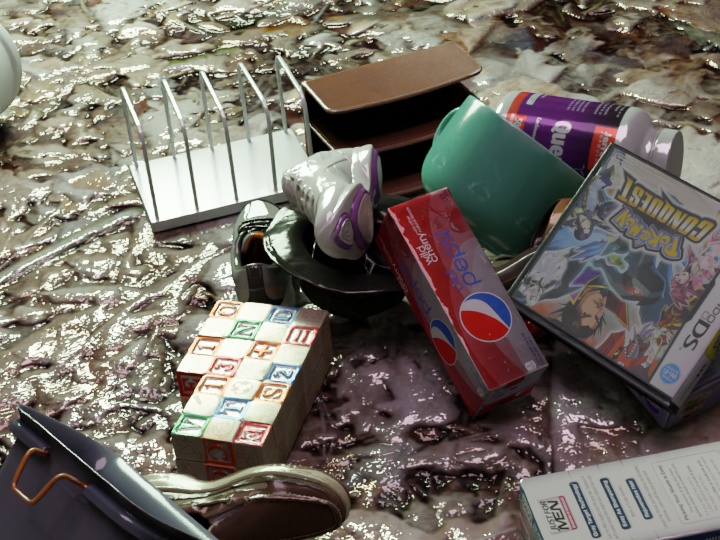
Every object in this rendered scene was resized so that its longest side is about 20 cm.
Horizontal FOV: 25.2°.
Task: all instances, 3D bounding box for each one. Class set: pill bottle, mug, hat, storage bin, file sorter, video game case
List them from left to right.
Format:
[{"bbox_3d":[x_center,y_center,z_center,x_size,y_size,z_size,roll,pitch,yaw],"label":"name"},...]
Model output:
[{"bbox_3d":[-0.225,0.214,1.253,0.199,0.145,0.135,29,85,41],"label":"storage bin"},{"bbox_3d":[-0.159,-0.150,1.815,0.198,0.126,0.139,-13,35,-12],"label":"file sorter"},{"bbox_3d":[0.000,0.000,1.602,0.198,0.082,0.201,3,30,-2],"label":"hat"},{"bbox_3d":[0.136,-0.088,1.638,0.151,0.115,0.185,35,5,-4],"label":"mug"},{"bbox_3d":[0.240,-0.126,1.728,0.198,0.113,0.113,10,37,23],"label":"pill bottle"},{"bbox_3d":[0.252,0.003,1.438,0.199,0.025,0.182,34,87,36],"label":"video game case"}]

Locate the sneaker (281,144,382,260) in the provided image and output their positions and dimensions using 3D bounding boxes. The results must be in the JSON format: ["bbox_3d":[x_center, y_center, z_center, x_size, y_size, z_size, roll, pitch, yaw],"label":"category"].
[{"bbox_3d":[-0.034,-0.063,1.567,0.098,0.076,0.200,-1,23,8],"label":"sneaker"}]

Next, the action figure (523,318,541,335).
[{"bbox_3d":[0.204,0.026,1.570,0.198,0.052,0.066,-11,39,-4],"label":"action figure"}]

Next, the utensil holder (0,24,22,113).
[{"bbox_3d":[-0.518,-0.204,1.915,0.168,0.171,0.201,3,37,13],"label":"utensil holder"}]

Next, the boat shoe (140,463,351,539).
[{"bbox_3d":[-0.107,0.211,1.323,0.200,0.075,0.075,-7,34,20],"label":"boat shoe"}]

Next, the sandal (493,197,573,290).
[{"bbox_3d":[0.186,-0.036,1.548,0.198,0.055,0.082,-27,0,1],"label":"sandal"}]

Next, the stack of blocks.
[{"bbox_3d":[-0.108,0.112,1.475,0.114,0.059,0.201,5,35,15],"label":"stack of blocks"}]

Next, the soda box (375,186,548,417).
[{"bbox_3d":[0.091,0.028,1.484,0.069,0.064,0.201,-20,68,-21],"label":"soda box"}]

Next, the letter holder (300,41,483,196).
[{"bbox_3d":[0.052,-0.165,1.824,0.198,0.101,0.142,-17,37,-19],"label":"letter holder"}]

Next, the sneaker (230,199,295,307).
[{"bbox_3d":[-0.099,-0.023,1.658,0.073,0.080,0.201,-8,32,0],"label":"sneaker"}]

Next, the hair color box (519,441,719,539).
[{"bbox_3d":[0.235,0.202,1.288,0.198,0.061,0.100,-9,34,-6],"label":"hair color box"}]

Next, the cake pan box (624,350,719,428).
[{"bbox_3d":[0.307,0.034,1.498,0.199,0.053,0.185,-23,55,-23],"label":"cake pan box"}]
